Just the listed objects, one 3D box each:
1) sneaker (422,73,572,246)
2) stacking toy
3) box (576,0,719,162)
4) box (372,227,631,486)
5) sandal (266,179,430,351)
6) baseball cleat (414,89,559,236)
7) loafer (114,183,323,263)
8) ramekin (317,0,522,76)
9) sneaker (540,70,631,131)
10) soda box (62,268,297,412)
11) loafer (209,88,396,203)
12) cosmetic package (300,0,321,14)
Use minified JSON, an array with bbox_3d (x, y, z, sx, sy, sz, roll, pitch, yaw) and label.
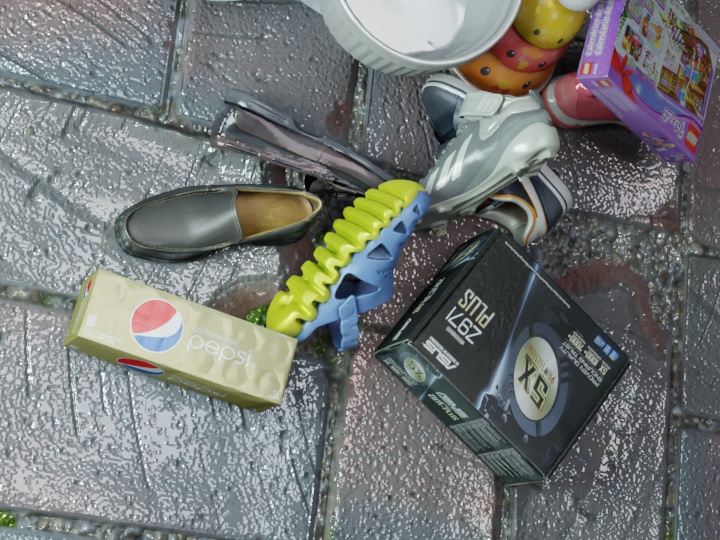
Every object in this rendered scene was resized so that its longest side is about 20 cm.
[{"bbox_3d":[0.127,-0.111,1.540,0.200,0.078,0.079,44,68,-6],"label":"sneaker"},{"bbox_3d":[0.179,-0.265,1.530,0.146,0.200,0.146,6,76,-23],"label":"stacking toy"},{"bbox_3d":[0.302,-0.215,1.557,0.200,0.039,0.137,32,67,-45],"label":"box"},{"bbox_3d":[0.142,0.087,1.497,0.200,0.086,0.164,45,65,-9],"label":"box"},{"bbox_3d":[0.000,0.000,1.439,0.087,0.079,0.200,38,98,-23],"label":"sandal"},{"bbox_3d":[0.104,-0.111,1.486,0.070,0.200,0.107,11,56,-59],"label":"baseball cleat"},{"bbox_3d":[-0.130,-0.053,1.412,0.200,0.072,0.073,-11,84,-26],"label":"loafer"},{"bbox_3d":[0.051,-0.285,1.468,0.200,0.105,0.200,2,83,-17],"label":"ramekin"},{"bbox_3d":[0.299,-0.191,1.632,0.200,0.087,0.074,-7,82,-26],"label":"sneaker"},{"bbox_3d":[-0.163,0.067,1.375,0.200,0.064,0.068,21,70,-18],"label":"soda box"},{"bbox_3d":[-0.054,-0.105,1.469,0.200,0.072,0.063,29,84,-12],"label":"loafer"},{"bbox_3d":[0.031,-0.335,1.564,0.151,0.052,0.200,32,68,-17],"label":"cosmetic package"}]
